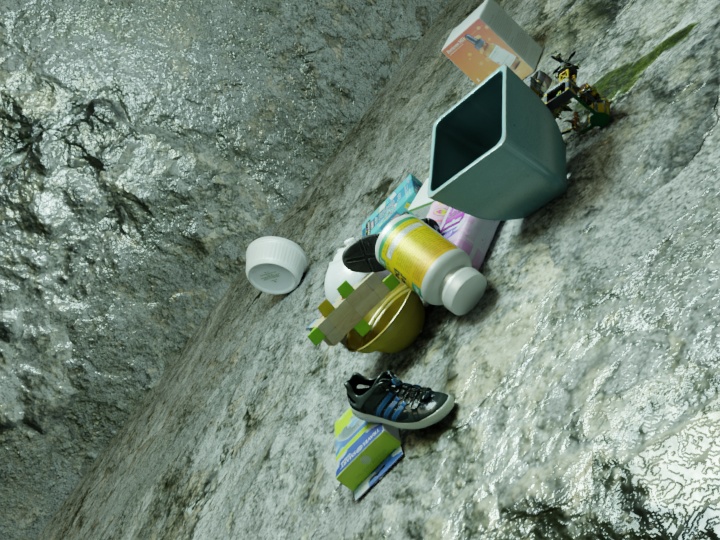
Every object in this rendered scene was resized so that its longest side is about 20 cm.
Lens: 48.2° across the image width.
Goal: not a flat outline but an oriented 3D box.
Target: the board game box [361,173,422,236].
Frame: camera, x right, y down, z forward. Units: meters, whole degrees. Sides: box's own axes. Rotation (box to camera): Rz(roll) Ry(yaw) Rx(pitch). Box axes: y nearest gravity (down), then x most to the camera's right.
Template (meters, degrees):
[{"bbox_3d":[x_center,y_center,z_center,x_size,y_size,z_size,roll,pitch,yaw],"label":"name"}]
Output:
[{"bbox_3d":[0.086,-0.148,2.125,0.200,0.047,0.151,-46,17,19],"label":"board game box"}]

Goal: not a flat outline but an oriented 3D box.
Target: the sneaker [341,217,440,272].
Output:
[{"bbox_3d":[0.053,-0.050,1.597,0.200,0.076,0.115,-20,8,-8],"label":"sneaker"}]

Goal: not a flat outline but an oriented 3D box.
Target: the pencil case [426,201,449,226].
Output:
[{"bbox_3d":[0.151,-0.054,1.668,0.087,0.087,0.200,-29,29,54],"label":"pencil case"}]

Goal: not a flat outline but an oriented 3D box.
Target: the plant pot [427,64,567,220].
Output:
[{"bbox_3d":[0.262,-0.201,1.448,0.196,0.200,0.197,-35,37,44],"label":"plant pot"}]

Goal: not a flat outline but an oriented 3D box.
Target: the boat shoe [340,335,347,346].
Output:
[{"bbox_3d":[-0.005,0.120,1.759,0.065,0.073,0.200,-35,6,-24],"label":"boat shoe"}]

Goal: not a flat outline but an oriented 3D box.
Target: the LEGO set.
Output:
[{"bbox_3d":[0.371,-0.316,1.519,0.200,0.154,0.116,-40,32,49],"label":"LEGO set"}]

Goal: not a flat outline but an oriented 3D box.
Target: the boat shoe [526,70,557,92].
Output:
[{"bbox_3d":[0.358,-0.364,1.820,0.200,0.065,0.072,-48,18,12],"label":"boat shoe"}]

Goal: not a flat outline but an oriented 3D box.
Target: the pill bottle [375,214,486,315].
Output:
[{"bbox_3d":[0.128,-0.008,1.446,0.113,0.113,0.200,-51,54,1],"label":"pill bottle"}]

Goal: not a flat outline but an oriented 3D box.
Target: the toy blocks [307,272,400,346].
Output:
[{"bbox_3d":[-0.026,0.077,1.570,0.200,0.100,0.137,-44,5,-12],"label":"toy blocks"}]

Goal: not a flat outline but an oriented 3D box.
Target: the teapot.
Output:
[{"bbox_3d":[0.000,0.000,1.744,0.200,0.146,0.197,-22,1,32],"label":"teapot"}]

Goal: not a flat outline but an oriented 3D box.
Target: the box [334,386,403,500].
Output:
[{"bbox_3d":[0.010,0.285,1.374,0.122,0.048,0.200,-48,15,13],"label":"box"}]

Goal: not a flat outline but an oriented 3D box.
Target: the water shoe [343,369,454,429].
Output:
[{"bbox_3d":[0.053,0.202,1.284,0.200,0.079,0.072,-7,27,38],"label":"water shoe"}]

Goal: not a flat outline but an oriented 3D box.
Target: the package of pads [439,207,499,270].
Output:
[{"bbox_3d":[0.204,-0.069,1.573,0.120,0.076,0.200,-25,30,52],"label":"package of pads"}]

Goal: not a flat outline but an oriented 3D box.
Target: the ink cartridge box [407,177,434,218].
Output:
[{"bbox_3d":[0.201,-0.180,1.855,0.104,0.059,0.200,-58,17,-22],"label":"ink cartridge box"}]

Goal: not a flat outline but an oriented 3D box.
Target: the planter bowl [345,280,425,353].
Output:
[{"bbox_3d":[0.067,0.098,1.564,0.200,0.083,0.200,-47,16,18],"label":"planter bowl"}]

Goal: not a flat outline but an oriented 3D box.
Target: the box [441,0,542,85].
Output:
[{"bbox_3d":[0.340,-0.570,2.080,0.152,0.200,0.106,-34,23,49],"label":"box"}]

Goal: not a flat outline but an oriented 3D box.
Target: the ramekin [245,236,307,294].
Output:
[{"bbox_3d":[-0.272,-0.008,2.552,0.202,0.202,0.094,-37,33,41],"label":"ramekin"}]
